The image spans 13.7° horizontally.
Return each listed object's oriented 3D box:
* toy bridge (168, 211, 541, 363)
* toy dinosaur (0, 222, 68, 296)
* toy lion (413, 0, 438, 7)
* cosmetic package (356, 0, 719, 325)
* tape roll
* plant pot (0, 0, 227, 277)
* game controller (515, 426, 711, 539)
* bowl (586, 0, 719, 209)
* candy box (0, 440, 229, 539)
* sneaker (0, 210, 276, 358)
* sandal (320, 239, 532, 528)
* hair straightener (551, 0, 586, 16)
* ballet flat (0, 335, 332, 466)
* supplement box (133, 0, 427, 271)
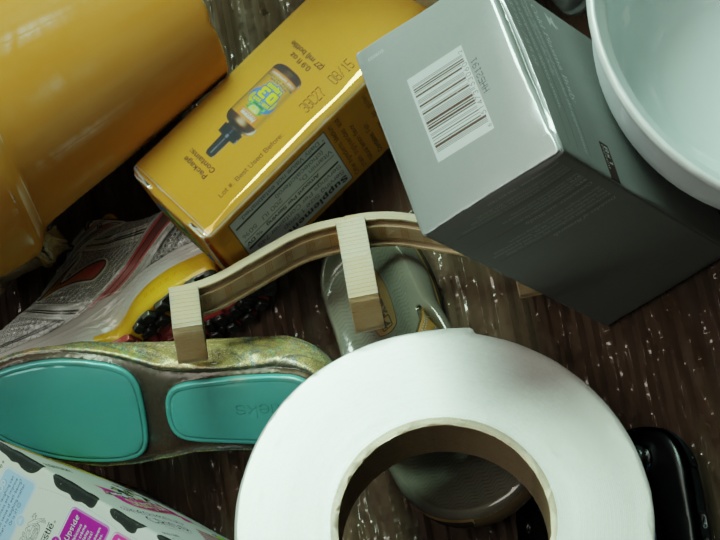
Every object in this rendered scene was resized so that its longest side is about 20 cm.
[{"bbox_3d":[0.000,0.000,1.528,0.199,0.027,0.067,-11,41,0],"label":"toy bridge"},{"bbox_3d":[-0.218,-0.009,1.688,0.101,0.058,0.200,-40,28,-11],"label":"toy dinosaur"},{"bbox_3d":[0.031,-0.243,1.513,0.199,0.069,0.192,25,66,8],"label":"toy lion"},{"bbox_3d":[0.091,-0.055,1.438,0.090,0.200,0.107,-32,65,23],"label":"cosmetic package"},{"bbox_3d":[0.040,0.125,1.411,0.201,0.037,0.204,-1,65,3],"label":"tape roll"},{"bbox_3d":[-0.176,-0.114,1.551,0.183,0.200,0.201,-27,61,-7],"label":"plant pot"},{"bbox_3d":[0.128,0.179,1.444,0.104,0.042,0.201,-17,68,27],"label":"game controller"},{"bbox_3d":[0.192,-0.102,1.428,0.200,0.090,0.202,5,67,-12],"label":"bowl"},{"bbox_3d":[-0.094,0.163,1.530,0.199,0.136,0.061,25,89,34],"label":"candy box"},{"bbox_3d":[-0.138,0.020,1.643,0.199,0.078,0.082,-29,56,14],"label":"sneaker"},{"bbox_3d":[0.026,0.049,1.527,0.082,0.055,0.201,-37,54,17],"label":"sandal"},{"bbox_3d":[0.049,-0.205,1.539,0.200,0.077,0.041,46,144,8],"label":"hair straightener"},{"bbox_3d":[-0.105,0.065,1.584,0.199,0.071,0.071,-1,75,11],"label":"ballet flat"},{"bbox_3d":[-0.021,-0.089,1.564,0.200,0.069,0.067,-43,58,-8],"label":"supplement box"}]
